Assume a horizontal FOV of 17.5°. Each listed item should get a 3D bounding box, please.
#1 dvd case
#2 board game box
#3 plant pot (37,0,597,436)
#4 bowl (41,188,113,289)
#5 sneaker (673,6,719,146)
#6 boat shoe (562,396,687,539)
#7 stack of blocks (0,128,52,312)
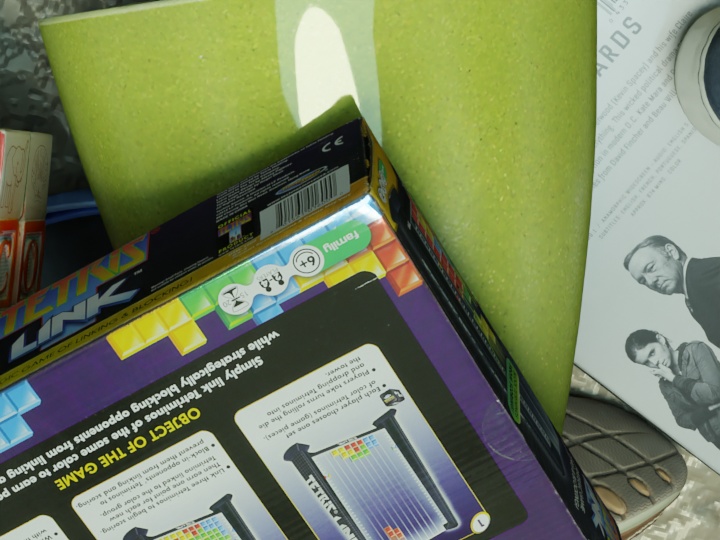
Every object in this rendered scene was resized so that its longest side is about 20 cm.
[{"bbox_3d":[0.129,-0.022,0.903,0.200,0.025,0.150,37,103,-16],"label":"dvd case"},{"bbox_3d":[-0.043,0.073,0.708,0.200,0.057,0.166,-27,116,11],"label":"board game box"},{"bbox_3d":[0.000,0.000,0.788,0.186,0.187,0.201,-9,97,-3],"label":"plant pot"},{"bbox_3d":[-0.093,0.061,0.902,0.200,0.039,0.201,-2,110,-6],"label":"bowl"},{"bbox_3d":[0.231,-0.050,0.822,0.202,0.146,0.077,11,86,-21],"label":"sneaker"},{"bbox_3d":[0.037,0.106,0.897,0.199,0.076,0.072,-16,139,-29],"label":"boat shoe"},{"bbox_3d":[-0.208,0.002,0.758,0.199,0.059,0.116,6,93,7],"label":"stack of blocks"}]
